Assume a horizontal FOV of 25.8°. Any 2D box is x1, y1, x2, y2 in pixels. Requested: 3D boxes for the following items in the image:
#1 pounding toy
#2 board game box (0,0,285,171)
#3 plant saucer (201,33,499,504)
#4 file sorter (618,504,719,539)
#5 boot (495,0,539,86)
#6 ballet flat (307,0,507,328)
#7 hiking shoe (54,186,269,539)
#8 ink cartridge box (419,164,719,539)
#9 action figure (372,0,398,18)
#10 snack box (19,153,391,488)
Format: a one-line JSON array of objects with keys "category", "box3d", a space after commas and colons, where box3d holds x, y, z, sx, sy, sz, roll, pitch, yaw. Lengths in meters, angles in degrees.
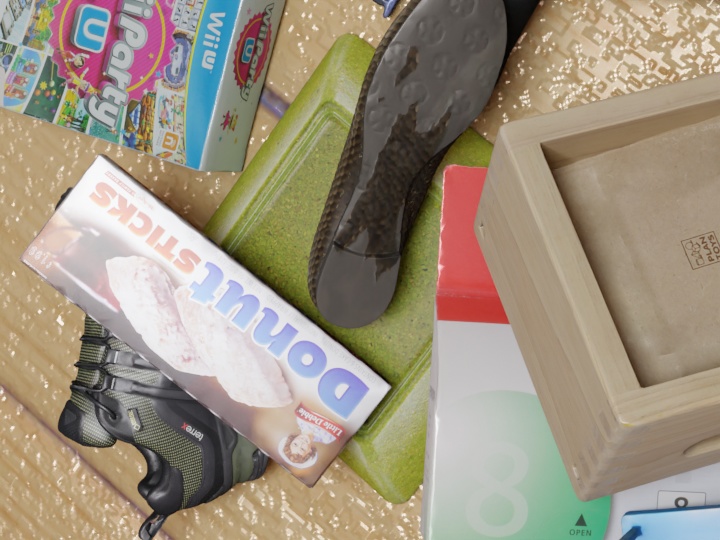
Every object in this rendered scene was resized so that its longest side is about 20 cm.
[{"category": "pounding toy", "box3d": [0.180, 0.019, 0.766, 0.199, 0.142, 0.185, -14, 65, -11]}, {"category": "board game box", "box3d": [-0.149, -0.156, 0.931, 0.199, 0.064, 0.148, 18, 99, 18]}, {"category": "plant saucer", "box3d": [0.000, 0.000, 0.891, 0.200, 0.048, 0.200, 40, 105, 14]}, {"category": "file sorter", "box3d": [0.191, 0.215, 0.723, 0.138, 0.123, 0.201, -8, 88, 20]}, {"category": "boot", "box3d": [0.142, -0.154, 0.820, 0.199, 0.066, 0.165, 0, 135, 1]}, {"category": "ballet flat", "box3d": [0.019, -0.064, 0.817, 0.067, 0.046, 0.201, 13, 113, -18]}, {"category": "hiking shoe", "box3d": [-0.131, 0.051, 0.885, 0.100, 0.076, 0.201, -32, 101, -25]}, {"category": "ink cartridge box", "box3d": [0.116, 0.050, 0.820, 0.160, 0.050, 0.201, 3, 95, -5]}, {"category": "action figure", "box3d": [0.029, -0.232, 0.832, 0.192, 0.105, 0.201, 21, 105, -7]}, {"category": "snack box", "box3d": [-0.083, 0.027, 0.846, 0.200, 0.024, 0.072, 38, 91, -4]}]
